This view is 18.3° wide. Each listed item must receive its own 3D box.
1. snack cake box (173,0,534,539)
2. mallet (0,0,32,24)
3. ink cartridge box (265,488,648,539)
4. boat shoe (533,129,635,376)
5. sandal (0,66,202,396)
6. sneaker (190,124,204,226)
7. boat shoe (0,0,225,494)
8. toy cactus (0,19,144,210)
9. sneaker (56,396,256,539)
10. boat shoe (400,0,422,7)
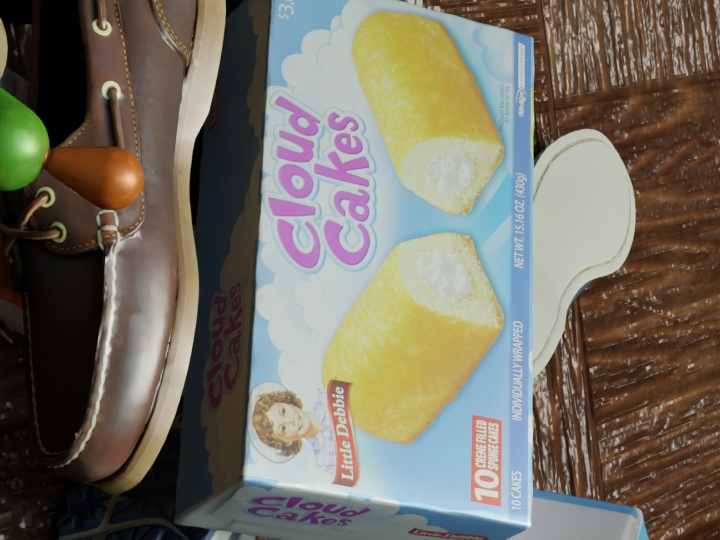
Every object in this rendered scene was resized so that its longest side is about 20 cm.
[{"bbox_3d":[0.000,0.000,0.835,0.114,0.067,0.201,12,66,-23],"label":"snack cake box"},{"bbox_3d":[-0.102,-0.178,0.902,0.041,0.066,0.201,49,37,-39],"label":"mallet"},{"bbox_3d":[0.043,0.194,0.911,0.200,0.146,0.147,67,38,-52],"label":"ink cartridge box"},{"bbox_3d":[0.079,0.000,1.082,0.075,0.062,0.200,50,40,-16],"label":"boat shoe"},{"bbox_3d":[-0.110,-0.001,0.844,0.206,0.059,0.079,38,57,-26],"label":"sandal"},{"bbox_3d":[-0.037,0.006,0.932,0.200,0.075,0.116,43,58,-41],"label":"sneaker"},{"bbox_3d":[-0.096,-0.025,0.777,0.070,0.070,0.201,21,62,-39],"label":"boat shoe"},{"bbox_3d":[-0.125,-0.076,0.712,0.102,0.165,0.201,1,92,-12],"label":"toy cactus"},{"bbox_3d":[-0.080,0.141,0.878,0.085,0.077,0.201,49,58,-49],"label":"sneaker"},{"bbox_3d":[-0.005,-0.077,0.956,0.062,0.074,0.201,-39,145,-24],"label":"boat shoe"}]
